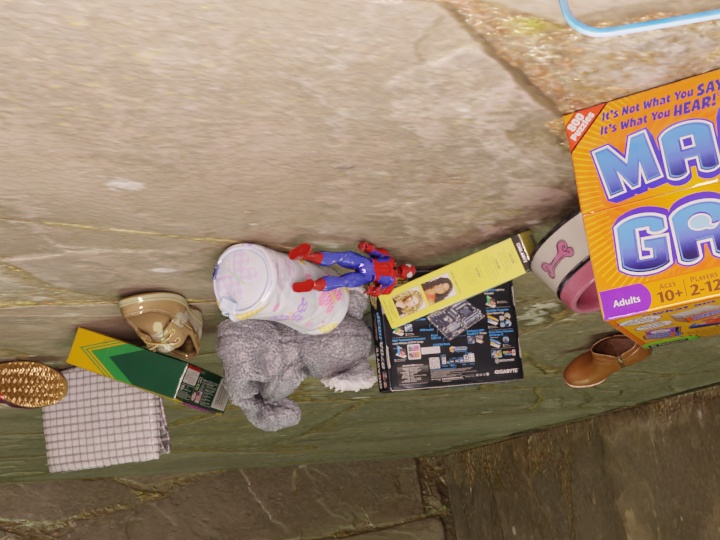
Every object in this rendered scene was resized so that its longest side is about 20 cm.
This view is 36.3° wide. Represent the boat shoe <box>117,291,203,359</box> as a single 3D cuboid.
[{"bbox_3d":[-0.255,0.075,1.448,0.074,0.067,0.200,-12,164,14],"label":"boat shoe"}]

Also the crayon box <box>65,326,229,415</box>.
[{"bbox_3d":[-0.296,0.146,1.573,0.172,0.058,0.200,18,171,15],"label":"crayon box"}]

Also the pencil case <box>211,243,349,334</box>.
[{"bbox_3d":[-0.091,0.026,1.309,0.083,0.091,0.200,9,176,29],"label":"pencil case"}]

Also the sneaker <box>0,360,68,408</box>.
[{"bbox_3d":[-0.548,0.176,1.673,0.199,0.075,0.090,3,170,-16],"label":"sneaker"}]

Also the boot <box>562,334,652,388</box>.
[{"bbox_3d":[0.481,0.174,2.206,0.200,0.074,0.155,-27,160,19],"label":"boot"}]

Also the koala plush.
[{"bbox_3d":[-0.075,0.108,1.486,0.199,0.178,0.184,-8,155,15],"label":"koala plush"}]

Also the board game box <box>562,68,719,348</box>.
[{"bbox_3d":[0.328,-0.054,1.042,0.199,0.201,0.200,-14,164,21],"label":"board game box"}]

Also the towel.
[{"bbox_3d":[-0.403,0.231,1.753,0.199,0.166,0.086,-10,168,10],"label":"towel"}]

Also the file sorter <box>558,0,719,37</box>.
[{"bbox_3d":[0.158,-0.214,0.520,0.138,0.123,0.200,-9,165,3],"label":"file sorter"}]

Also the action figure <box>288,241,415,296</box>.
[{"bbox_3d":[0.000,0.000,1.307,0.052,0.066,0.200,-18,169,36],"label":"action figure"}]

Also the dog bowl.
[{"bbox_3d":[0.299,-0.024,1.267,0.200,0.074,0.200,-23,157,-10],"label":"dog bowl"}]

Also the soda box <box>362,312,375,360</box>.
[{"bbox_3d":[0.070,0.081,1.647,0.063,0.069,0.200,2,163,-32],"label":"soda box"}]

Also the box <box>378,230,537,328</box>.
[{"bbox_3d":[0.127,0.012,1.377,0.200,0.050,0.075,-25,177,22],"label":"box"}]

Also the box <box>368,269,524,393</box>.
[{"bbox_3d":[0.116,0.079,1.484,0.199,0.160,0.046,-3,171,-19],"label":"box"}]
